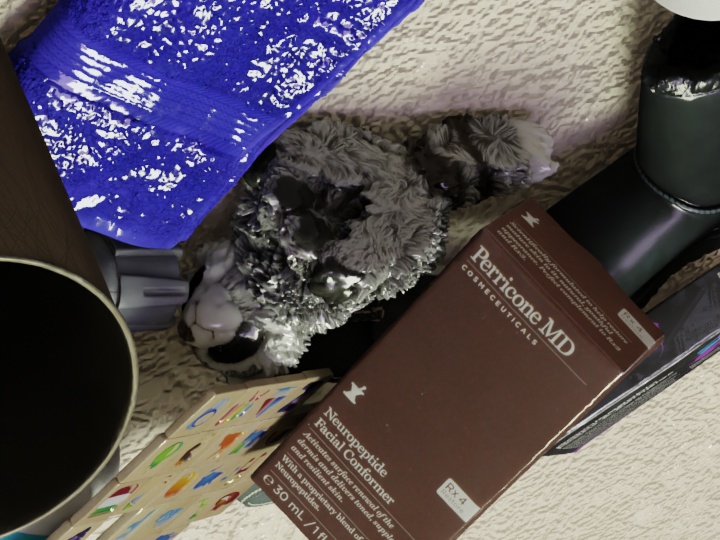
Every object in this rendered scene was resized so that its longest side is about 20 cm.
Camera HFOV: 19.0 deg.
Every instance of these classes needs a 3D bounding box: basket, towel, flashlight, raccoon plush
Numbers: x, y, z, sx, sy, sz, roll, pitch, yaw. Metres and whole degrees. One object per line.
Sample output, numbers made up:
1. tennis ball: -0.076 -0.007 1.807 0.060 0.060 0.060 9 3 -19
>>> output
1. basket: -0.178 -0.021 0.840 0.135 0.201 0.181 -13 143 -15
2. towel: -0.073 -0.091 0.945 0.147 0.050 0.200 14 130 -44
3. flashlight: -0.177 0.005 0.993 0.199 0.068 0.068 1 149 -29
4. raccoon plush: 0.000 0.000 1.082 0.199 0.097 0.134 -4 149 -27

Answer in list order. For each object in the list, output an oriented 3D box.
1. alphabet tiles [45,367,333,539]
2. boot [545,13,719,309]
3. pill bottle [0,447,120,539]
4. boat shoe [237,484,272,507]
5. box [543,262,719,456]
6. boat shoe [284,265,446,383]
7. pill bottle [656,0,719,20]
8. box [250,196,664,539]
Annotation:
1. alphabet tiles: -0.085 0.105 1.096 0.167 0.008 0.200 -43 166 19
2. boot: 0.152 -0.057 1.094 0.198 0.073 0.163 -28 152 -17
3. pill bottle: -0.194 0.110 1.087 0.110 0.111 0.200 10 133 -39
4. boat shoe: 0.003 0.113 1.203 0.199 0.062 0.073 -20 167 36
5. box: 0.160 0.051 1.209 0.143 0.036 0.200 -35 172 6
6. boat shoe: 0.031 0.038 1.171 0.199 0.061 0.074 -3 142 -27
7. pill bottle: 0.142 -0.194 0.884 0.109 0.110 0.200 -23 145 -1
8. box: 0.047 0.070 1.085 0.200 0.100 0.075 -48 172 26
